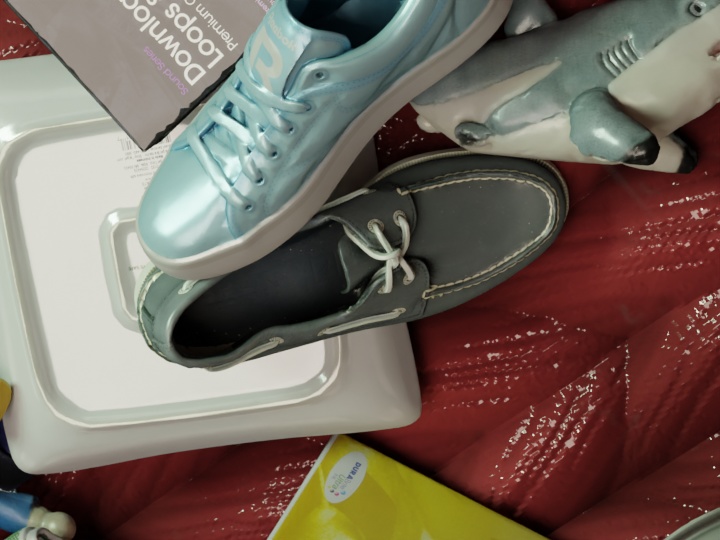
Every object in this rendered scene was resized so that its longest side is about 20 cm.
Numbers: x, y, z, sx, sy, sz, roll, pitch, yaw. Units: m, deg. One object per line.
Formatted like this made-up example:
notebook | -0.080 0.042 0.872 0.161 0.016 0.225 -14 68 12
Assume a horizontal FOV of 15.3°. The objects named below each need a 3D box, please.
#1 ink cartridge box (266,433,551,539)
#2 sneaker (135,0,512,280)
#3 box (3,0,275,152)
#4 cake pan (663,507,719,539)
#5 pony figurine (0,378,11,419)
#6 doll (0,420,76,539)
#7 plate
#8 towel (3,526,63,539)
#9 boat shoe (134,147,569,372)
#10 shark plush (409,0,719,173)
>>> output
ink cartridge box | 0.031 0.192 1.211 0.200 0.198 0.047 24 138 10
sneaker | -0.030 -0.082 1.116 0.200 0.082 0.074 -45 58 6
box | -0.069 -0.168 1.151 0.200 0.036 0.143 -42 94 15
cake pan | 0.196 0.199 1.186 0.200 0.037 0.200 -1 97 -6
pony figurine | -0.283 0.083 1.290 0.200 0.167 0.193 28 87 40
doll | -0.179 0.076 1.325 0.200 0.048 0.136 -29 100 29
plate | -0.085 -0.006 1.227 0.199 0.032 0.200 -7 105 9
towel | -0.189 0.211 1.384 0.200 0.031 0.149 -27 117 32
boat shoe | 0.000 0.000 1.174 0.200 0.062 0.073 -16 106 -3
shark plush | 0.071 -0.090 1.160 0.200 0.091 0.083 7 92 31
